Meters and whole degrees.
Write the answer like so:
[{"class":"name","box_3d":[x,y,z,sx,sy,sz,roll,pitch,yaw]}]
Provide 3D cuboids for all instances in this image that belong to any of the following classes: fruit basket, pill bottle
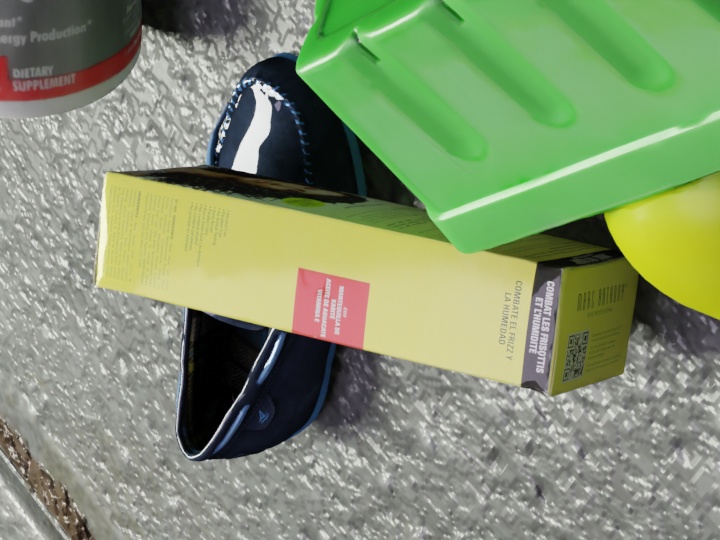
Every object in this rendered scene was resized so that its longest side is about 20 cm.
[{"class":"fruit basket","box_3d":[0.107,-0.068,0.715,0.215,0.156,0.216,13,157,6]},{"class":"pill bottle","box_3d":[-0.148,-0.175,0.946,0.114,0.114,0.200,33,135,34]}]

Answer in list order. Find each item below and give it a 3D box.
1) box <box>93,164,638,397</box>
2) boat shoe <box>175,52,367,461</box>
[{"class":"box","box_3d":[0.000,0.000,0.860,0.200,0.075,0.050,13,101,27]},{"class":"boat shoe","box_3d":[-0.043,0.006,0.969,0.084,0.069,0.200,29,131,37]}]
